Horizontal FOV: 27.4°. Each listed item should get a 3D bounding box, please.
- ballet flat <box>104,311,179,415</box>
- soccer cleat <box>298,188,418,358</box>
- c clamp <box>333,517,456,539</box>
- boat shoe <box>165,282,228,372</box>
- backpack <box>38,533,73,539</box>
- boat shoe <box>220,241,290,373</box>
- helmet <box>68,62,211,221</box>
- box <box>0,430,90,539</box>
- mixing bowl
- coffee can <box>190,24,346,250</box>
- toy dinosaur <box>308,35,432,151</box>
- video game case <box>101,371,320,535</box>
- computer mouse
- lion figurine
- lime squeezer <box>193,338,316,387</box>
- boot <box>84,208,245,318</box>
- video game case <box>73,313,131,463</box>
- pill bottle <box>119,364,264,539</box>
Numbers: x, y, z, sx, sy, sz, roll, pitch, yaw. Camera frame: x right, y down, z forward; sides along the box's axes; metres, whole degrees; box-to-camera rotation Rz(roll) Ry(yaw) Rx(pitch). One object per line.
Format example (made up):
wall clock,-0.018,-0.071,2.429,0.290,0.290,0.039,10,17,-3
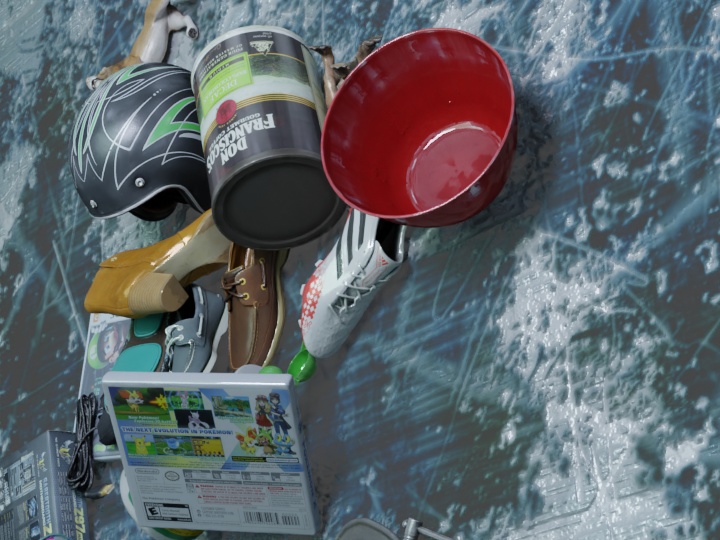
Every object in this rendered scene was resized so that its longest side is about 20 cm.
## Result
ballet flat,-0.235,0.098,1.669,0.074,0.074,0.201,-29,34,38
soccer cleat,0.000,0.000,1.501,0.085,0.068,0.202,26,91,52
c clamp,0.009,0.320,1.394,0.170,0.027,0.202,22,91,50
boat shoe,-0.194,0.083,1.619,0.073,0.062,0.201,-41,17,30
backpack,-0.302,0.379,1.553,0.153,0.199,0.176,-47,10,27
boat shoe,-0.126,0.019,1.631,0.072,0.067,0.202,-10,68,46
helmet,-0.246,-0.145,1.735,0.199,0.190,0.202,-22,59,42
box,-0.397,0.317,1.816,0.157,0.051,0.202,-33,60,39
mixing bowl,0.072,-0.117,1.412,0.198,0.108,0.202,-13,60,23
coffee can,-0.101,-0.144,1.599,0.146,0.146,0.201,-41,44,30
toy dinosaur,0.002,-0.169,1.561,0.200,0.085,0.137,-136,35,-64
video game case,-0.148,0.183,1.473,0.198,0.184,0.022,0,29,17
computer mouse,-0.291,0.191,1.730,0.199,0.046,0.142,-20,59,42
lion figurine,-0.276,-0.297,1.937,0.201,0.072,0.122,-57,32,-6
lime squeezer,-0.084,0.092,1.512,0.037,0.199,0.071,-2,114,46
boot,-0.219,-0.021,1.681,0.143,0.071,0.201,2,40,41
video game case,-0.286,0.132,1.802,0.181,0.023,0.202,-12,67,46
pill bottle,-0.158,0.192,1.565,0.200,0.112,0.113,-45,46,27
